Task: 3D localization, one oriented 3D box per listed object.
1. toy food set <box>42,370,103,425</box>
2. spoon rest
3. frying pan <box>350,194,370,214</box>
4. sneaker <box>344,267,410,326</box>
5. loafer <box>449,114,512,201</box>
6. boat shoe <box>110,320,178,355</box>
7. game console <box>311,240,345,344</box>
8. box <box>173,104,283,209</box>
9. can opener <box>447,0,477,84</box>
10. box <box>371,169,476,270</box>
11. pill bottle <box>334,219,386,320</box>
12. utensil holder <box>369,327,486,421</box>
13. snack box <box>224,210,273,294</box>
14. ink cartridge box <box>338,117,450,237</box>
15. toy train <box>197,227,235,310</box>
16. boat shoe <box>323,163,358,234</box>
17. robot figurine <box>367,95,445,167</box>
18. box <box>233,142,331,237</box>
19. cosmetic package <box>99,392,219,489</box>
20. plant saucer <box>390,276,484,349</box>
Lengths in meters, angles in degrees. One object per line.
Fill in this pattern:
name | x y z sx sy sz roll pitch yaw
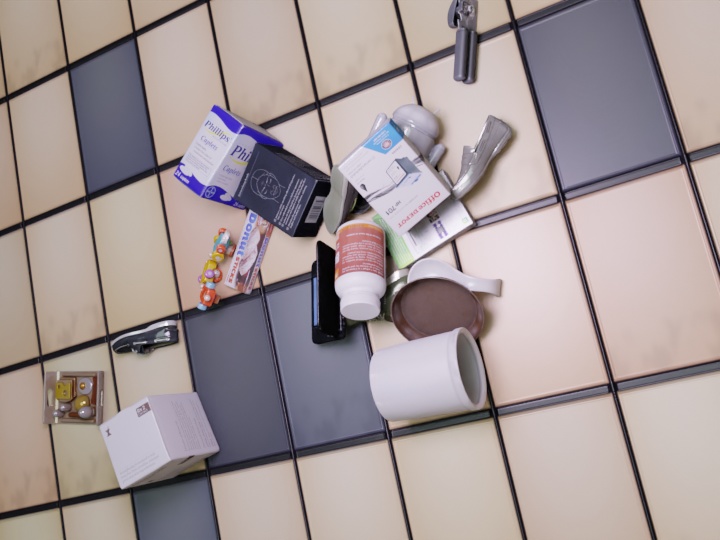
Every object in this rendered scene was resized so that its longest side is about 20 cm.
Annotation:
toy food set | -0.776 0.344 2.053 0.199 0.060 0.144 -3 84 24
spoon rest | 0.197 0.026 1.628 0.199 0.061 0.100 4 85 14
frying pan | 0.023 -0.184 1.737 0.189 0.031 0.116 7 98 39
sneaker | 0.048 0.085 1.701 0.200 0.067 0.090 -37 66 13
loafer | 0.244 -0.240 1.633 0.070 0.070 0.200 35 86 -5
boat shoe | -0.557 0.186 1.962 0.199 0.076 0.061 -22 70 22
game console | -0.097 0.053 1.701 0.176 0.116 0.201 -18 68 51
box | -0.315 -0.268 1.837 0.105 0.184 0.201 37 100 24
can opener | 0.226 -0.515 1.700 0.067 0.053 0.201 -1 84 57
box | 0.139 -0.110 1.699 0.199 0.036 0.145 -32 73 17
pill bottle | 0.000 0.000 1.652 0.112 0.112 0.201 -13 57 23
utensil holder | 0.141 0.222 1.595 0.199 0.170 0.171 -15 79 25
snack box | -0.273 -0.047 1.883 0.072 0.024 0.201 21 94 26
ink cartridge box | 0.072 -0.196 1.606 0.146 0.086 0.200 -41 100 14
toy train | -0.346 -0.003 1.869 0.201 0.055 0.150 -68 24 3
boat shoe | -0.038 -0.162 1.730 0.072 0.060 0.202 55 147 29
robot figurine | 0.101 -0.282 1.689 0.169 0.113 0.201 26 97 -6
box | -0.176 -0.189 1.798 0.200 0.107 0.149 33 108 23
cosmetic package | -0.482 0.405 1.837 0.164 0.200 0.166 -33 73 19
plant saucer | 0.164 0.087 1.617 0.199 0.035 0.201 8 128 10
